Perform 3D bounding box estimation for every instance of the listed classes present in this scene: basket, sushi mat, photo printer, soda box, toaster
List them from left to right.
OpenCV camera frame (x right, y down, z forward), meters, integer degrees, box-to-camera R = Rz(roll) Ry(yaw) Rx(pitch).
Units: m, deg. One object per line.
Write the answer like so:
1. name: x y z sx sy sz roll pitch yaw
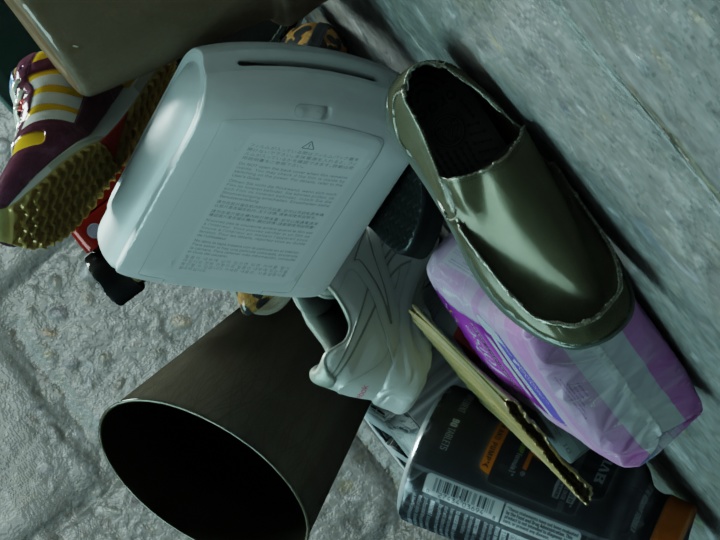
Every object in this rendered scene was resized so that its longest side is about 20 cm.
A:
1. photo printer: -0.062 -0.068 1.579 0.200 0.166 0.069 123 145 -45
2. basket: -0.068 0.099 1.857 0.180 0.200 0.136 27 136 15
3. toaster: 0.081 0.106 1.913 0.114 0.129 0.200 54 174 -12
4. sushi mat: 0.090 0.086 1.626 0.096 0.012 0.200 50 178 -24
5. soda box: 0.112 0.057 1.719 0.068 0.063 0.200 56 172 -29

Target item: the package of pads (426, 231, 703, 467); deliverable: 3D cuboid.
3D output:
1. package of pads: 0.120 0.038 1.500 0.121 0.076 0.200 56 173 -19

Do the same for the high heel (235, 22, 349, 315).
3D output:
1. high heel: -0.056 -0.071 1.685 0.071 0.200 0.143 16 174 4

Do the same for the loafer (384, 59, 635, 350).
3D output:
1. loafer: 0.077 -0.040 1.371 0.200 0.075 0.070 50 178 16

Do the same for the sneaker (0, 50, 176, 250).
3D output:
1. sneaker: -0.202 -0.089 1.594 0.090 0.200 0.075 25 133 14

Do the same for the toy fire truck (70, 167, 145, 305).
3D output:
1. toy fire truck: -0.188 -0.097 1.873 0.200 0.129 0.176 52 -174 -6

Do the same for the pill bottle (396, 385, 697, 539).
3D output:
1. pill bottle: 0.135 0.164 1.743 0.200 0.106 0.106 21 166 12

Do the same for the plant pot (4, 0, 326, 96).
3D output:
1. plant pot: -0.140 -0.205 1.547 0.200 0.175 0.200 51 175 6

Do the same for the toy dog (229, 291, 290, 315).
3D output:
1. toy dog: -0.040 -0.070 1.853 0.096 0.132 0.200 -82 -14 -77

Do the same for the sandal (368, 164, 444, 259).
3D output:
1. sandal: 0.028 -0.058 1.646 0.048 0.075 0.200 12 -159 -21

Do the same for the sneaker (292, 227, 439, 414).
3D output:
1. sneaker: 0.000 0.000 1.748 0.078 0.099 0.200 130 146 -53

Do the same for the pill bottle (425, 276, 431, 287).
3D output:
1. pill bottle: -0.025 -0.030 1.956 0.200 0.120 0.120 54 173 -14

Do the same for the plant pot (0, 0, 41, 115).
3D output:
1. plant pot: -0.200 -0.213 1.978 0.200 0.200 0.134 54 -160 -19

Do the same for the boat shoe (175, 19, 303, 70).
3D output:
1. boat shoe: -0.125 -0.134 1.689 0.076 0.200 0.060 51 -170 -8
